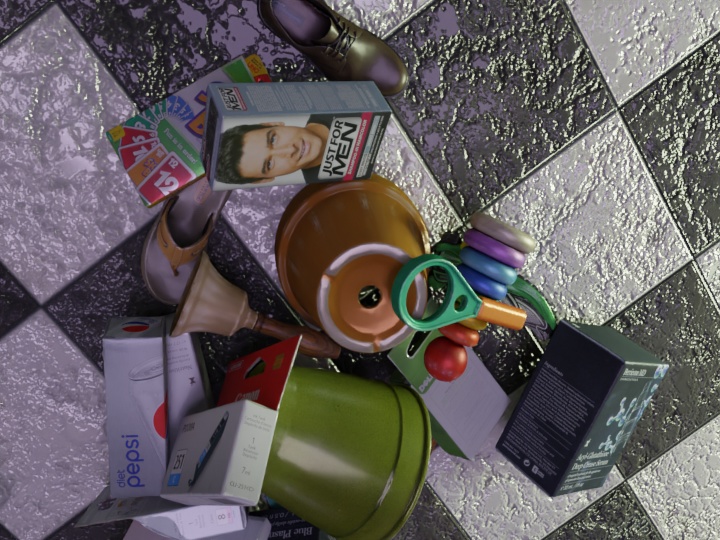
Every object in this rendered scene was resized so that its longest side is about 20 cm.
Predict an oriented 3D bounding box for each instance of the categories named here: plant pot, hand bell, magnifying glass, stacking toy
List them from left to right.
[{"bbox_3d":[-0.114,0.063,0.869,0.197,0.104,0.106,23,103,-17],"label":"hand bell"},{"bbox_3d":[-0.052,0.201,0.860,0.190,0.201,0.203,25,103,-25],"label":"plant pot"},{"bbox_3d":[0.000,0.000,0.864,0.195,0.184,0.205,-3,108,-8],"label":"plant pot"},{"bbox_3d":[0.113,0.036,0.807,0.197,0.022,0.081,16,99,-39],"label":"magnifying glass"},{"bbox_3d":[0.131,0.037,0.880,0.084,0.085,0.203,23,97,-16],"label":"stacking toy"}]

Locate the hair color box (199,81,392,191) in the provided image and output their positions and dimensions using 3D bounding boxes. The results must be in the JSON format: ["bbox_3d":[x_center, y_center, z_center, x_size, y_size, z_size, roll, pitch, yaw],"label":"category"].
[{"bbox_3d":[-0.073,-0.151,0.814,0.196,0.061,0.100,-8,140,-26],"label":"hair color box"}]

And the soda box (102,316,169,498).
[{"bbox_3d":[-0.257,0.158,0.851,0.067,0.064,0.205,0,108,-12],"label":"soda box"}]

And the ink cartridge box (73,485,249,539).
[{"bbox_3d":[-0.239,0.301,0.934,0.195,0.163,0.058,-13,92,-6],"label":"ink cartridge box"}]

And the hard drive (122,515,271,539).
[{"bbox_3d":[-0.224,0.368,0.933,0.195,0.133,0.027,-2,131,23],"label":"hard drive"}]

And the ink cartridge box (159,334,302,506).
[{"bbox_3d":[-0.146,0.162,0.803,0.044,0.199,0.180,24,63,-25],"label":"ink cartridge box"}]

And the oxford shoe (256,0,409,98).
[{"bbox_3d":[-0.027,-0.253,0.831,0.197,0.085,0.074,24,101,-18],"label":"oxford shoe"}]

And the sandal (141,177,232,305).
[{"bbox_3d":[-0.208,-0.050,0.882,0.079,0.054,0.203,24,102,-16],"label":"sandal"}]

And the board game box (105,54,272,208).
[{"bbox_3d":[-0.183,-0.164,0.847,0.197,0.030,0.097,-30,95,-5],"label":"board game box"}]

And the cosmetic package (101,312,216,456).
[{"bbox_3d":[-0.245,0.165,0.932,0.110,0.081,0.205,-14,109,-7],"label":"cosmetic package"}]

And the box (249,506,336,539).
[{"bbox_3d":[-0.126,0.424,0.937,0.192,0.202,0.119,-13,127,12],"label":"box"}]

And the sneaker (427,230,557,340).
[{"bbox_3d":[0.170,0.035,0.958,0.198,0.078,0.086,33,88,-9],"label":"sneaker"}]

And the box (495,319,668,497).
[{"bbox_3d":[0.296,0.183,0.983,0.147,0.107,0.204,9,110,-46],"label":"box"}]

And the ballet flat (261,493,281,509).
[{"bbox_3d":[-0.118,0.257,0.989,0.074,0.064,0.203,-24,121,-7],"label":"ballet flat"}]

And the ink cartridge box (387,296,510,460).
[{"bbox_3d":[0.106,0.143,0.974,0.104,0.059,0.201,-47,112,-22],"label":"ink cartridge box"}]

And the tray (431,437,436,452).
[{"bbox_3d":[0.009,0.218,1.016,0.196,0.037,0.100,21,104,-16],"label":"tray"}]
